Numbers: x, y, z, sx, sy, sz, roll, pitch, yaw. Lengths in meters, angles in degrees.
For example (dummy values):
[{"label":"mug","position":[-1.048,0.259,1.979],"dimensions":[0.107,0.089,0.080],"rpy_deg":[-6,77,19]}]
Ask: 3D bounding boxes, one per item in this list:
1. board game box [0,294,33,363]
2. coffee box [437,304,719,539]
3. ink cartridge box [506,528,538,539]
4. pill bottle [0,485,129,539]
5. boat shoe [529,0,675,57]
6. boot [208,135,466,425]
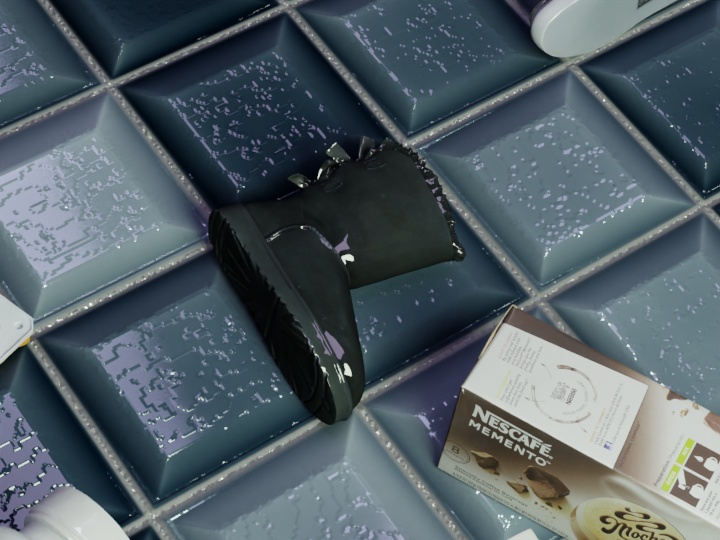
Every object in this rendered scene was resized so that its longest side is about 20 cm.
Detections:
[{"label":"board game box","position":[-0.361,0.051,1.229],"dimensions":[0.200,0.026,0.200],"rpy_deg":[34,59,16]},{"label":"coffee box","position":[0.161,0.124,1.195],"dimensions":[0.200,0.113,0.080],"rpy_deg":[29,57,11]},{"label":"ink cartridge box","position":[0.110,0.275,1.064],"dimensions":[0.083,0.147,0.200],"rpy_deg":[-24,63,-23]},{"label":"pill bottle","position":[-0.226,0.224,1.077],"dimensions":[0.111,0.111,0.200],"rpy_deg":[38,59,17]},{"label":"boat shoe","position":[0.204,-0.240,1.478],"dimensions":[0.200,0.070,0.066],"rpy_deg":[-31,57,-25]},{"label":"boot","position":[0.000,0.001,1.287],"dimensions":[0.162,0.073,0.198],"rpy_deg":[-20,60,-23]}]
